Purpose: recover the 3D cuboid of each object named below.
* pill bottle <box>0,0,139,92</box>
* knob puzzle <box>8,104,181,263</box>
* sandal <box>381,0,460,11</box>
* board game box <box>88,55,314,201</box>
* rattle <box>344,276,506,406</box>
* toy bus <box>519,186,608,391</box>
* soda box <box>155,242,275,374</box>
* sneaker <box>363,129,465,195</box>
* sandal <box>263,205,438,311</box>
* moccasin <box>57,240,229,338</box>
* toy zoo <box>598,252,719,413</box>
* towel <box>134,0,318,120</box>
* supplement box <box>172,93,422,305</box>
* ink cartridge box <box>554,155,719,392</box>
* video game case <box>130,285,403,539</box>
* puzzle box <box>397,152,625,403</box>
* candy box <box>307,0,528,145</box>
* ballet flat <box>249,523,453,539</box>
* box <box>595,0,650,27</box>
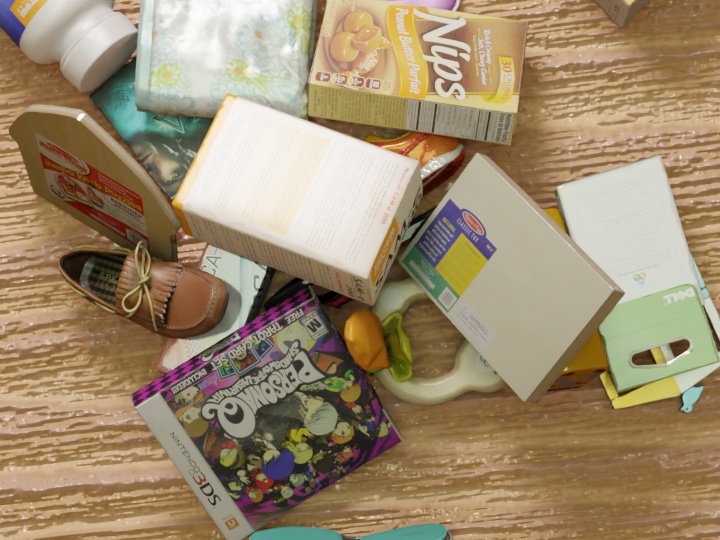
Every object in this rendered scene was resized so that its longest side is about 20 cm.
[{"bbox_3d":[-0.309,-0.273,1.642,0.112,0.112,0.200,-43,84,0],"label":"pill bottle"},{"bbox_3d":[-0.244,-0.094,1.581,0.219,0.220,0.031,35,65,5],"label":"knob puzzle"},{"bbox_3d":[0.008,-0.308,1.655,0.202,0.050,0.083,37,89,5],"label":"sandal"},{"bbox_3d":[-0.150,-0.182,1.667,0.200,0.028,0.136,-40,84,0],"label":"board game box"},{"bbox_3d":[0.096,0.065,1.584,0.198,0.143,0.131,15,69,11],"label":"rattle"},{"bbox_3d":[0.163,0.013,1.583,0.065,0.078,0.202,-4,68,-30],"label":"toy bus"},{"bbox_3d":[-0.127,0.017,1.635,0.068,0.064,0.202,21,88,5],"label":"soda box"},{"bbox_3d":[0.006,-0.082,1.637,0.199,0.073,0.077,-34,76,-8],"label":"sneaker"},{"bbox_3d":[0.000,0.000,1.626,0.199,0.075,0.045,-26,96,-1],"label":"sandal"},{"bbox_3d":[-0.206,0.013,1.589,0.200,0.078,0.074,21,86,39],"label":"moccasin"},{"bbox_3d":[0.274,0.044,1.628,0.130,0.020,0.202,-23,85,2],"label":"toy zoo"},{"bbox_3d":[-0.127,-0.246,1.632,0.169,0.048,0.202,4,85,6],"label":"towel"},{"bbox_3d":[-0.056,-0.066,1.560,0.198,0.074,0.127,21,71,13],"label":"supplement box"},{"bbox_3d":[0.259,0.004,1.591,0.103,0.059,0.202,-16,85,3],"label":"ink cartridge box"},{"bbox_3d":[-0.086,0.139,1.598,0.199,0.036,0.182,-31,115,1],"label":"video game case"},{"bbox_3d":[0.133,0.005,1.539,0.133,0.025,0.200,-53,57,19],"label":"puzzle box"},{"bbox_3d":[0.056,-0.193,1.617,0.198,0.055,0.116,8,57,3],"label":"candy box"},{"bbox_3d":[-0.009,0.283,1.612,0.198,0.072,0.073,-3,86,5],"label":"ballet flat"},{"bbox_3d":[0.231,-0.355,1.620,0.124,0.097,0.200,-42,84,0],"label":"box"}]
